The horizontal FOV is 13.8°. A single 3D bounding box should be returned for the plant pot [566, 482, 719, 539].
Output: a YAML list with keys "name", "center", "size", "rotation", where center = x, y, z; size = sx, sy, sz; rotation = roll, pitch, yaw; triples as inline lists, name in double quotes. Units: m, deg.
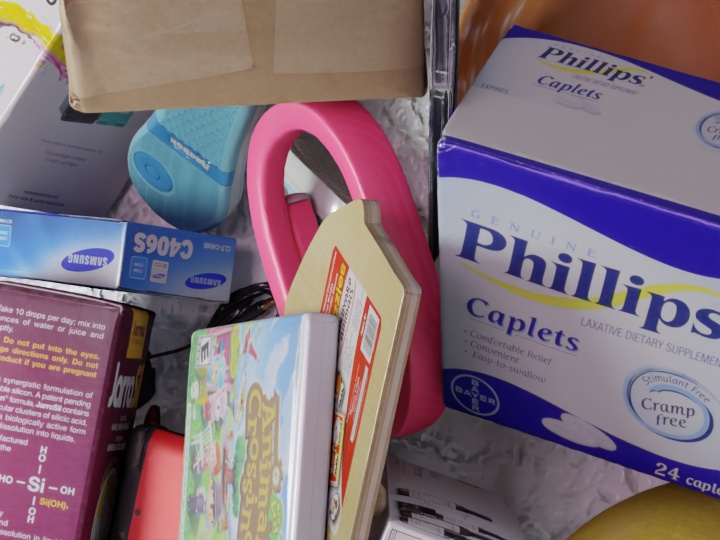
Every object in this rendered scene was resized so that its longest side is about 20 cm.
- name: "plant pot"
  center: [0.156, 0.207, 1.575]
  size: [0.200, 0.142, 0.200]
  rotation: [-4, 84, 36]

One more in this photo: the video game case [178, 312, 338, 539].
- name: "video game case"
  center: [-0.061, 0.127, 1.638]
  size: [0.182, 0.022, 0.200]
  rotation: [169, 106, -66]

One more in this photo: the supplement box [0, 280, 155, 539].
- name: "supplement box"
  center: [-0.198, 0.110, 1.794]
  size: [0.103, 0.131, 0.200]
  rotation: [10, 89, 6]

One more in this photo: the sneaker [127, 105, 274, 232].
- name: "sneaker"
  center: [-0.067, -0.110, 1.815]
  size: [0.080, 0.131, 0.200]
  rotation: [41, 147, 5]

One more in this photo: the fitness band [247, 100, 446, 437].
- name: "fitness band"
  center: [-0.005, -0.002, 1.669]
  size: [0.144, 0.037, 0.200]
  rotation: [-24, 84, 61]

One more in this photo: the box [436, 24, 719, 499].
- name: "box"
  center: [0.140, -0.002, 1.547]
  size: [0.184, 0.105, 0.200]
  rotation: [18, 137, 21]

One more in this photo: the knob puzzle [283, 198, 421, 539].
- name: "knob puzzle"
  center: [-0.005, 0.055, 1.597]
  size: [0.220, 0.030, 0.220]
  rotation: [-175, 90, -73]

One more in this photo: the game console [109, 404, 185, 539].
- name: "game console"
  center: [-0.103, 0.196, 1.797]
  size: [0.172, 0.119, 0.200]
  rotation: [14, 94, 26]

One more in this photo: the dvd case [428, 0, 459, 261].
- name: "dvd case"
  center: [0.045, -0.107, 1.602]
  size: [0.016, 0.200, 0.149]
  rotation: [1, 61, 1]

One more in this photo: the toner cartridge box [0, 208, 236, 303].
- name: "toner cartridge box"
  center: [-0.181, -0.012, 1.854]
  size: [0.200, 0.095, 0.043]
  rotation: [6, 89, 44]

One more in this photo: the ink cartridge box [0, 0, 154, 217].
- name: "ink cartridge box"
  center: [-0.196, -0.159, 1.862]
  size: [0.147, 0.146, 0.200]
  rotation: [44, 109, 30]

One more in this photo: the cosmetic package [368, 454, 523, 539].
- name: "cosmetic package"
  center: [0.045, 0.150, 1.621]
  size: [0.083, 0.200, 0.051]
  rotation: [22, 96, -3]

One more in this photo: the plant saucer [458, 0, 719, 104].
- name: "plant saucer"
  center: [0.138, -0.106, 1.683]
  size: [0.200, 0.037, 0.200]
  rotation: [-5, 82, 36]

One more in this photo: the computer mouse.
- name: "computer mouse"
  center: [-0.124, 0.054, 1.866]
  size: [0.200, 0.034, 0.059]
  rotation: [-20, 73, 26]

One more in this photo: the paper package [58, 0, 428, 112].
- name: "paper package"
  center: [-0.067, -0.176, 1.657]
  size: [0.191, 0.200, 0.103]
  rotation: [-100, 8, -58]

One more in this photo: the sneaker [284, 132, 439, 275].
- name: "sneaker"
  center: [0.000, 0.000, 1.752]
  size: [0.200, 0.074, 0.082]
  rotation: [50, 118, 34]
